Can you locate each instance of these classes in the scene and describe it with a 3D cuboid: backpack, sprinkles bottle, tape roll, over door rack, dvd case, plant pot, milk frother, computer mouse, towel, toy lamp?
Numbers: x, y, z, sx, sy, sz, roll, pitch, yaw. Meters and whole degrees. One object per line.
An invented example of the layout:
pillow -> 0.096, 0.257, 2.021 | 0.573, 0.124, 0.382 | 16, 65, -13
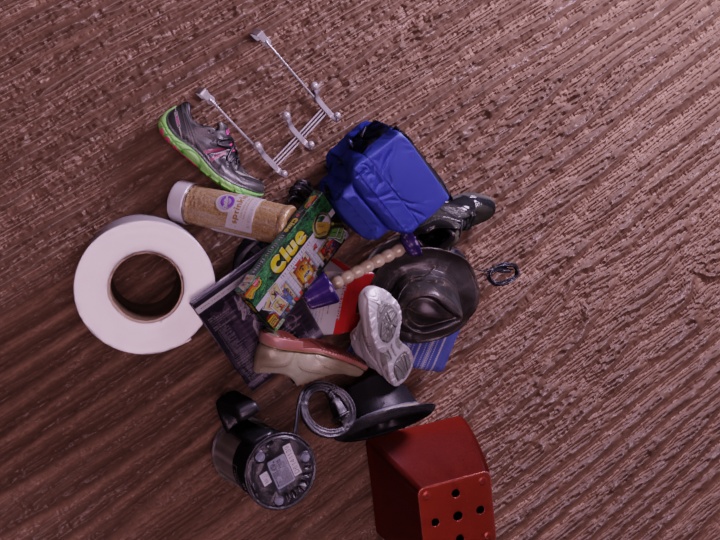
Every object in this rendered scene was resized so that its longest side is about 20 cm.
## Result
backpack -> 0.019, -0.152, 1.191 | 0.168, 0.200, 0.163 | -35, 116, -1
sprinkles bottle -> -0.200, -0.089, 1.152 | 0.200, 0.068, 0.068 | 14, 94, 14
tape roll -> -0.332, 0.016, 1.137 | 0.203, 0.139, 0.203 | -3, 99, -17
over door rack -> -0.145, -0.268, 1.192 | 0.200, 0.067, 0.148 | 44, 83, -18
dvd case -> -0.156, 0.077, 1.148 | 0.149, 0.016, 0.200 | -37, 127, -14
plant pot -> 0.140, 0.402, 1.322 | 0.200, 0.176, 0.200 | -10, 101, -16
milk frother -> -0.127, 0.273, 1.215 | 0.200, 0.188, 0.181 | -7, 92, -27
computer mouse -> -0.137, -0.050, 1.231 | 0.200, 0.053, 0.139 | -44, 129, -7
towel -> 0.087, 0.099, 1.297 | 0.200, 0.024, 0.145 | 15, 103, -25
computer mouse -> 0.196, -0.003, 1.320 | 0.200, 0.034, 0.059 | 8, 79, -23
toy lamp -> 0.000, 0.000, 1.173 | 0.200, 0.058, 0.058 | -29, 105, -2

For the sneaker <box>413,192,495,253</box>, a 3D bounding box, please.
sneaker -> 0.165, -0.077, 1.280 | 0.199, 0.114, 0.076 | -7, 135, -29

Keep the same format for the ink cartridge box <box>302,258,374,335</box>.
ink cartridge box -> -0.084, 0.044, 1.232 | 0.200, 0.067, 0.116 | 0, 111, -32

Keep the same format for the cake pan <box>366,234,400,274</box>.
cake pan -> 0.085, 0.031, 1.322 | 0.200, 0.037, 0.200 | -2, 98, -17

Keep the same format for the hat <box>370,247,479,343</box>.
hat -> 0.116, 0.057, 1.223 | 0.200, 0.081, 0.201 | -6, 114, -13

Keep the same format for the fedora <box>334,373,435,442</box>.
fedora -> 0.033, 0.231, 1.284 | 0.200, 0.201, 0.092 | -14, 71, -15

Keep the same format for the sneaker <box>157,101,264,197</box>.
sneaker -> -0.226, -0.189, 1.174 | 0.200, 0.077, 0.084 | 41, 89, -19

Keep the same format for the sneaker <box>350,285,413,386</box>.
sneaker -> 0.016, 0.104, 1.201 | 0.078, 0.099, 0.200 | -44, 135, -34

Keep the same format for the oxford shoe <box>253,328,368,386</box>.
oxford shoe -> -0.081, 0.148, 1.174 | 0.200, 0.071, 0.074 | 18, 93, -28

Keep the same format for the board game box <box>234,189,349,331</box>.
board game box -> -0.099, -0.015, 1.120 | 0.200, 0.023, 0.105 | -54, 136, -19
